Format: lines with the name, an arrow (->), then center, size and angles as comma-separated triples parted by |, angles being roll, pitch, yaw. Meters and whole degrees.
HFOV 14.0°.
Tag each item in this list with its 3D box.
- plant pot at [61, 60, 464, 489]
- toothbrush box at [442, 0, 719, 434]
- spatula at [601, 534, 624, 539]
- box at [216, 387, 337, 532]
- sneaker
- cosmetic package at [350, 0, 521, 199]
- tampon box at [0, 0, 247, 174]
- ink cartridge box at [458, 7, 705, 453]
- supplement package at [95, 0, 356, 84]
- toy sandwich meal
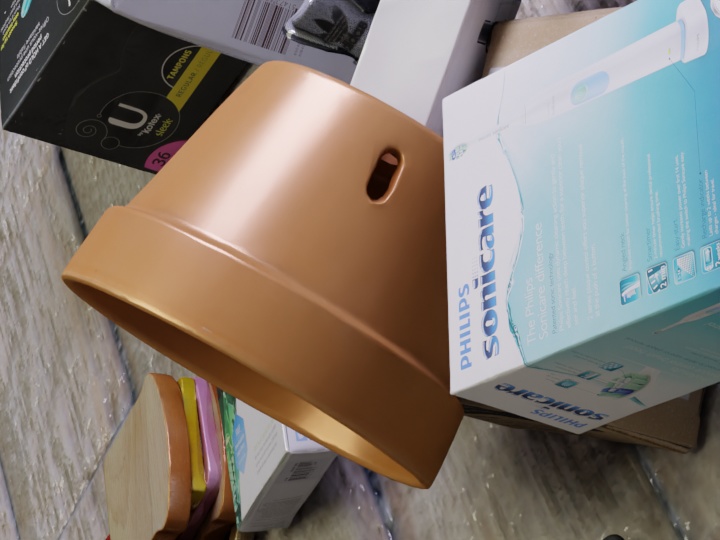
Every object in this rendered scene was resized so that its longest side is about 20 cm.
plant pot -> -0.021, -0.005, 1.383 | 0.140, 0.200, 0.200 | -60, 26, -8
toothbrush box -> 0.131, -0.031, 1.242 | 0.200, 0.085, 0.147 | -25, 57, 41
spatula -> 0.072, 0.180, 1.429 | 0.200, 0.021, 0.057 | -45, 51, 40
box -> -0.055, 0.031, 1.654 | 0.144, 0.036, 0.200 | 121, 144, -63
sneaker -> 0.020, -0.110, 1.586 | 0.075, 0.114, 0.200 | -52, 35, 37
cosmetic package -> 0.040, -0.117, 1.493 | 0.051, 0.083, 0.200 | 22, 97, 20
tampon box -> -0.158, -0.195, 1.959 | 0.150, 0.126, 0.200 | -50, 36, 39
ink cartridge box -> 0.109, -0.021, 1.413 | 0.165, 0.075, 0.200 | 0, 75, 63
supplement package -> -0.075, -0.210, 1.737 | 0.200, 0.191, 0.147 | 33, 104, 63
toy sandwich meal -> -0.127, 0.157, 1.766 | 0.205, 0.070, 0.205 | -39, 43, 48
